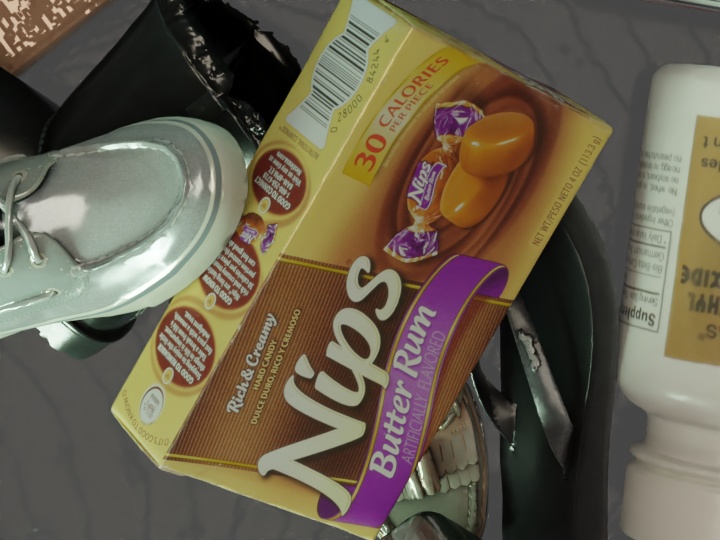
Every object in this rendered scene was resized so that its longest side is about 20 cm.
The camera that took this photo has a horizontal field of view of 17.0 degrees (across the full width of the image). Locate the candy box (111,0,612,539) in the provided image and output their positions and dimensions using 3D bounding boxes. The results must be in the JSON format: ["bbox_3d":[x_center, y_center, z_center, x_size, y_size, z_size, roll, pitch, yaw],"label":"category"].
[{"bbox_3d":[0.000,0.000,0.969,0.116,0.056,0.200,24,100,-37],"label":"candy box"}]

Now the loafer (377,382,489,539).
[{"bbox_3d":[0.010,0.038,1.056,0.072,0.063,0.201,-14,93,2],"label":"loafer"}]

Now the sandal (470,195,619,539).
[{"bbox_3d":[0.075,0.052,1.032,0.043,0.076,0.201,-11,104,-27],"label":"sandal"}]

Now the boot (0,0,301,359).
[{"bbox_3d":[-0.117,-0.067,1.020,0.162,0.073,0.198,-37,98,34],"label":"boot"}]

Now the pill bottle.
[{"bbox_3d":[0.167,0.018,1.021,0.114,0.114,0.201,7,95,2],"label":"pill bottle"}]

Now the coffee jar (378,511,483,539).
[{"bbox_3d":[0.086,0.188,1.011,0.200,0.104,0.085,33,104,-23],"label":"coffee jar"}]

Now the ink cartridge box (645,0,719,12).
[{"bbox_3d":[0.169,-0.144,0.966,0.144,0.200,0.085,9,94,2],"label":"ink cartridge box"}]

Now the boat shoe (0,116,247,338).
[{"bbox_3d":[-0.137,-0.009,0.963,0.200,0.071,0.070,-20,77,32],"label":"boat shoe"}]
